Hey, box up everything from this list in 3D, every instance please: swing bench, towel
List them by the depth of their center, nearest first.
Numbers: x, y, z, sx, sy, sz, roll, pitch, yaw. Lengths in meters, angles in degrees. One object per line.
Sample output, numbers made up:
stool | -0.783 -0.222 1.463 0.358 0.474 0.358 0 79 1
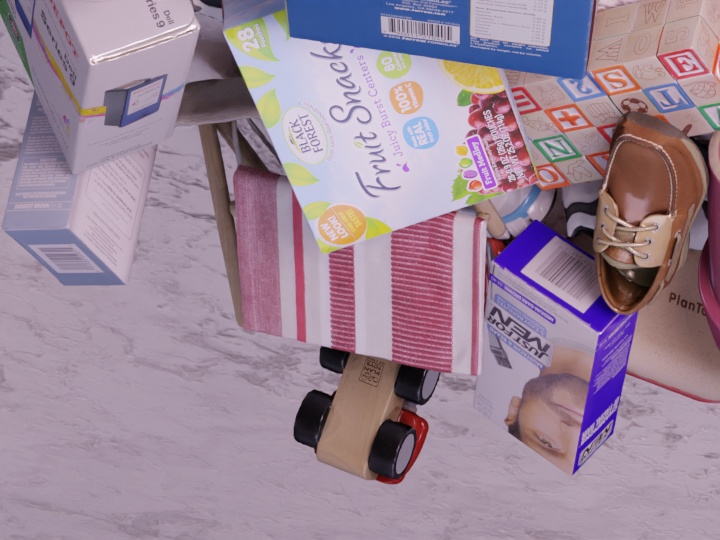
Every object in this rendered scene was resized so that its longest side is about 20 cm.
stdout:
towel | 0.000 0.000 1.733 0.198 0.023 0.145 12 126 19
swing bench | -0.022 -0.076 1.788 0.198 0.130 0.201 -3 121 32

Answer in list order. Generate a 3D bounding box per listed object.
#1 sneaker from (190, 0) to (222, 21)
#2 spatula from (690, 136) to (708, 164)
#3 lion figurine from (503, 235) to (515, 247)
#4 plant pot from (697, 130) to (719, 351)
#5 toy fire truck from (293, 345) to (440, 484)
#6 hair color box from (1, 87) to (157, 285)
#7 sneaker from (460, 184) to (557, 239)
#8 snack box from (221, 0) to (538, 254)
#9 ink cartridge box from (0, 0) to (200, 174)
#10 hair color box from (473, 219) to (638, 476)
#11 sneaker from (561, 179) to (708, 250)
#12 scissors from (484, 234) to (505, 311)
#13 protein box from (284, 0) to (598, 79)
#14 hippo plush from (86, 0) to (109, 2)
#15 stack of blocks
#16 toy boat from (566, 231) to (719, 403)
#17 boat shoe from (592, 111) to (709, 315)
sneaker | -0.065 -0.210 1.624 0.087 0.076 0.200 -19 149 24
spatula | 0.236 -0.101 1.772 0.199 0.021 0.056 26 152 -32
lion figurine | 0.091 -0.003 2.019 0.199 0.073 0.122 9 169 43
plant pot | 0.335 -0.035 1.694 0.198 0.201 0.180 -1 138 25
toy fire truck | 0.023 0.083 1.969 0.128 0.177 0.200 19 180 19
hair color box | -0.202 -0.100 1.743 0.060 0.202 0.099 0 154 23
sneaker | 0.063 -0.068 1.885 0.199 0.075 0.087 -14 129 43
snack box | 0.014 -0.127 1.600 0.167 0.068 0.201 -18 124 8
ink cartridge box | -0.185 -0.177 1.601 0.087 0.146 0.200 -21 167 -19
hair color box | 0.156 0.065 1.860 0.109 0.065 0.201 34 149 23
sneaker | 0.221 -0.040 1.830 0.073 0.081 0.199 -15 156 42
scissors | 0.110 0.051 1.930 0.014 0.073 0.201 -12 121 -13
protein box | 0.056 -0.234 1.409 0.197 0.136 0.200 9 157 6
hippo plush | -0.207 -0.261 1.429 0.159 0.160 0.200 9 154 7
stack of blocks | 0.188 -0.128 1.664 0.199 0.059 0.115 -10 140 39
toy boat | 0.241 0.035 1.955 0.199 0.132 0.131 21 164 -20
boat shoe | 0.204 -0.033 1.667 0.075 0.074 0.201 21 153 19
